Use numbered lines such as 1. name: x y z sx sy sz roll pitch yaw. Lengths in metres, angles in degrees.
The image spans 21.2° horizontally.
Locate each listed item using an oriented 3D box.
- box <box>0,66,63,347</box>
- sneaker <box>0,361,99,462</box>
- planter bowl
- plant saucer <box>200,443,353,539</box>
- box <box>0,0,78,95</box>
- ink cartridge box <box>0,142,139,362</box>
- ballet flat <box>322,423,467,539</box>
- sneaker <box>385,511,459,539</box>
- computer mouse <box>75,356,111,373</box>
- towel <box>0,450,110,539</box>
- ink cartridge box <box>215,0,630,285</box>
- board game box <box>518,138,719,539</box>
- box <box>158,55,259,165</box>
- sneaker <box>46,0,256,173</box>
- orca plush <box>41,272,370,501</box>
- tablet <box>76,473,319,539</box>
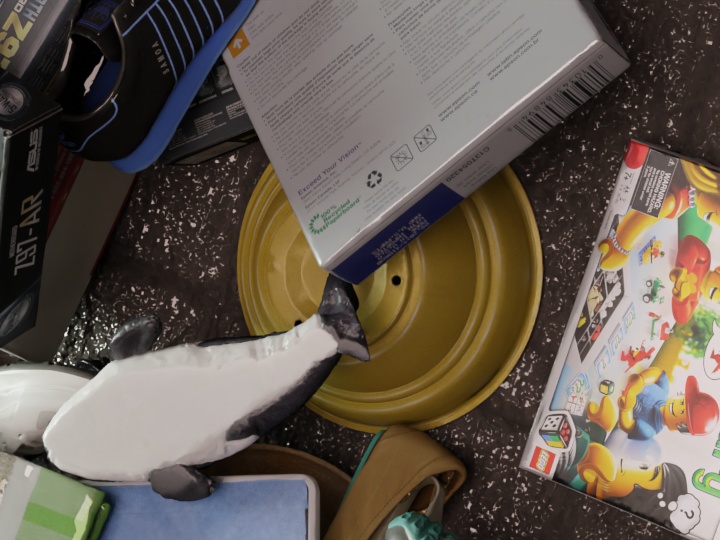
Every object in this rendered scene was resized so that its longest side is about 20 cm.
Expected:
1. box: -0.264 -0.068 1.101 0.199 0.043 0.161 32 131 21
2. sneaker: -0.223 0.122 1.163 0.199 0.076 0.116 -5 65 25
3. planter bowl: 0.000 0.000 1.126 0.199 0.083 0.202 1 92 23
4. plant saucer: -0.066 0.205 1.142 0.199 0.035 0.202 3 80 -15
5. box: -0.225 -0.183 1.155 0.157 0.051 0.201 31 91 22
6. ink cartridge box: -0.263 -0.045 1.215 0.199 0.083 0.147 22 83 20
7. ballet flat: -0.003 0.180 1.104 0.063 0.069 0.201 20 71 28
8. sneaker: 0.044 0.234 1.054 0.091 0.078 0.201 -23 84 16
9. computer mouse: -0.140 0.158 1.208 0.109 0.044 0.201 8 97 38
10. towel: -0.253 0.163 1.110 0.199 0.031 0.150 19 84 19
11. ink cartridge box: 0.024 -0.127 1.066 0.196 0.043 0.201 -38 54 18
12. board game box: 0.180 0.041 1.080 0.126 0.035 0.201 21 99 20
13. box: -0.052 -0.169 1.159 0.199 0.051 0.159 -21 84 22
14. sneaker: -0.116 -0.155 1.101 0.070 0.078 0.201 26 90 37
15. orca plush: -0.083 0.060 1.094 0.200 0.071 0.105 -38 87 14
16. tablet: -0.120 0.183 1.086 0.199 0.014 0.131 -3 75 14
